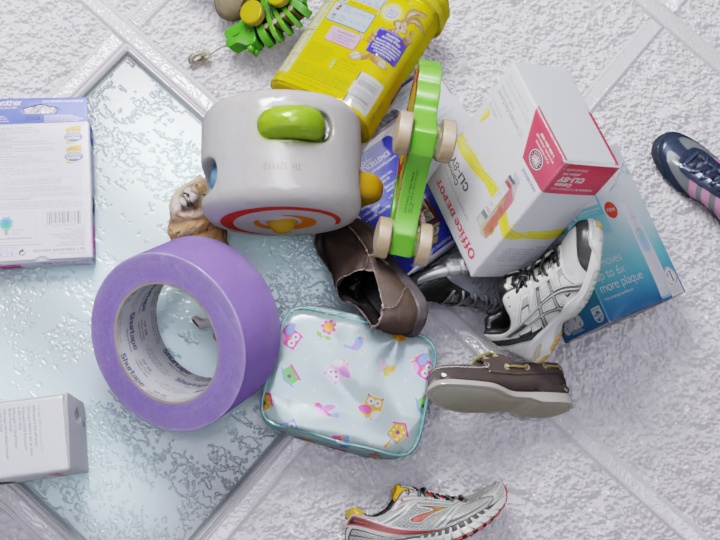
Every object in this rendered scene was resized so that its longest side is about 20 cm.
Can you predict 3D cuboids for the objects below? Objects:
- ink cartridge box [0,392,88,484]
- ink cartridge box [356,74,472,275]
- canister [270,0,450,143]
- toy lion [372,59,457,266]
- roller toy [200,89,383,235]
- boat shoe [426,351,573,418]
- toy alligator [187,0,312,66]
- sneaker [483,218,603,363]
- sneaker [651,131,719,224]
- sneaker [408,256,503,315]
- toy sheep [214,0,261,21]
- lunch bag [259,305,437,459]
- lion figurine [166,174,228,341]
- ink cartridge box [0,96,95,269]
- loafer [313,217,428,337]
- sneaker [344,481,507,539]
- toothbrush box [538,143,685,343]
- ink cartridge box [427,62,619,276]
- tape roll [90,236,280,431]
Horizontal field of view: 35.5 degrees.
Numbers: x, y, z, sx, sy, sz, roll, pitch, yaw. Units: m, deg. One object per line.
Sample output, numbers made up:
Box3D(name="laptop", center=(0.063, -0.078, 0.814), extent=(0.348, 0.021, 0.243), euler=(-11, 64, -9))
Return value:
Box3D(name="ink cartridge box", center=(-0.406, 0.191, 1.222), extent=(0.197, 0.145, 0.085), euler=(-7, 79, -7))
Box3D(name="ink cartridge box", center=(0.069, -0.117, 1.386), extent=(0.197, 0.047, 0.201), euler=(-35, 81, -10))
Box3D(name="canister", center=(-0.002, -0.269, 1.366), extent=(0.147, 0.087, 0.201), euler=(25, 71, 19))
Box3D(name="toy lion", center=(0.062, -0.132, 1.291), extent=(0.068, 0.192, 0.202), euler=(9, 116, -3))
Box3D(name="roller toy", center=(-0.087, -0.110, 1.269), extent=(0.181, 0.199, 0.142), euler=(-7, 78, 30))
Box3D(name="boat shoe", center=(0.160, 0.129, 1.307), extent=(0.198, 0.072, 0.060), euler=(9, 59, -27))
Box3D(name="toy alligator", center=(-0.122, -0.291, 1.372), extent=(0.199, 0.059, 0.055), euler=(-33, 69, 14))
Box3D(name="sneaker", center=(0.199, 0.021, 1.246), extent=(0.087, 0.201, 0.076), euler=(19, 36, -5))
Box3D(name="sneaker", center=(0.452, -0.107, 1.399), extent=(0.200, 0.082, 0.070), euler=(42, 78, 4))
Box3D(name="sneaker", center=(0.145, 0.039, 1.333), extent=(0.198, 0.075, 0.117), euler=(-13, 86, -22))
Box3D(name="toy sheep", center=(-0.142, -0.407, 1.383), extent=(0.136, 0.138, 0.202), euler=(10, 95, -3))
Box3D(name="lunch bag", center=(-0.010, 0.127, 1.309), extent=(0.198, 0.077, 0.162), euler=(14, 76, -3))
Box3D(name="lion figurine", center=(-0.170, -0.005, 1.332), extent=(0.122, 0.072, 0.201), euler=(-39, 96, -16))
Box3D(name="ink cartridge box", center=(-0.378, -0.105, 1.341), extent=(0.118, 0.042, 0.203), euler=(-3, 81, -6))
Box3D(name="loafer", center=(0.000, 0.000, 1.297), extent=(0.070, 0.074, 0.200), euler=(0, 33, -41))
Box3D(name="sneaker", center=(0.075, 0.278, 1.286), extent=(0.198, 0.078, 0.083), euler=(-17, 79, -9))
Box3D(name="toothbrush box", center=(0.275, -0.035, 1.340), extent=(0.145, 0.085, 0.202), euler=(-15, 77, -36))
Box3D(name="ink cartridge box", center=(0.174, -0.106, 1.249), extent=(0.083, 0.200, 0.146), euler=(-1, 54, -32))
Box3D(name="tape roll", center=(-0.194, 0.069, 1.246), extent=(0.198, 0.085, 0.202), euler=(6, 105, 22))
